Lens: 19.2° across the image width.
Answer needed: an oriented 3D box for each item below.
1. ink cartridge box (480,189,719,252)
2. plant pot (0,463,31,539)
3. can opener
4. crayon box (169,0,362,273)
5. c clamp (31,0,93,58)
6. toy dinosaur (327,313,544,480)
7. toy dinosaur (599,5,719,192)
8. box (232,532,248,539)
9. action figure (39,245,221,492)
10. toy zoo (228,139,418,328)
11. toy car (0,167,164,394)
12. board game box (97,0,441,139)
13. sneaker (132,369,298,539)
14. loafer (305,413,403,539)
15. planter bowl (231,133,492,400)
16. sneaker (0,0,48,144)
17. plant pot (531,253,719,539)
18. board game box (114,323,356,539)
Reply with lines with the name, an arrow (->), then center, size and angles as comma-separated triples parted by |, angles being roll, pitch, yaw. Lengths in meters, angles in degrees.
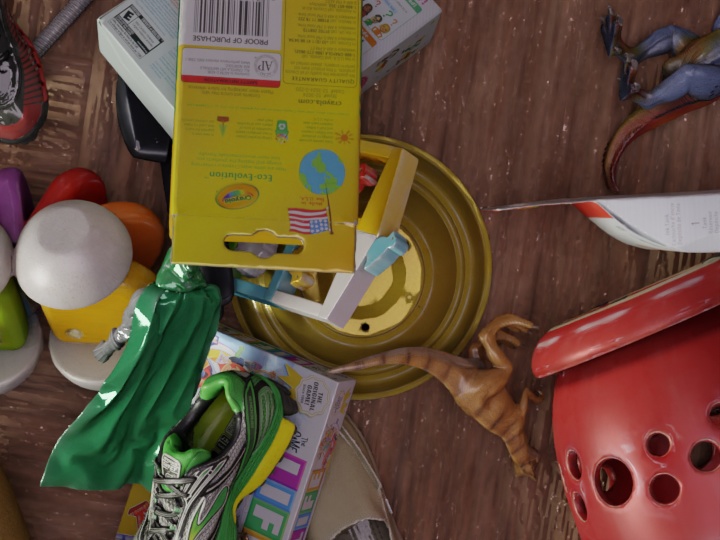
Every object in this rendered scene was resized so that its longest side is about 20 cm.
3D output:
ink cartridge box -> 0.192, -0.031, 1.522 | 0.199, 0.162, 0.050 | -6, 92, 0
plant pot -> -0.306, 0.227, 1.527 | 0.185, 0.186, 0.201 | -5, 88, -1
can opener -> -0.126, -0.055, 1.534 | 0.078, 0.063, 0.201 | -10, 70, -16
crayon box -> -0.064, -0.089, 1.429 | 0.126, 0.051, 0.201 | 4, 71, -5
c clamp -> -0.231, -0.208, 1.569 | 0.200, 0.027, 0.171 | -42, 92, 3
toy dinosaur -> 0.083, 0.080, 1.549 | 0.200, 0.060, 0.107 | 39, 64, -27
toy dinosaur -> 0.272, -0.169, 1.577 | 0.181, 0.105, 0.201 | -3, 131, -13
box -> -0.154, 0.282, 1.561 | 0.199, 0.021, 0.164 | -10, 94, 27
action figure -> -0.147, 0.065, 1.481 | 0.118, 0.055, 0.201 | -1, 127, -37
toy zoo -> -0.036, -0.035, 1.505 | 0.020, 0.200, 0.132 | 32, 78, -42
toy car -> -0.236, -0.007, 1.531 | 0.199, 0.175, 0.151 | -3, 58, 3
board game box -> -0.065, -0.171, 1.515 | 0.200, 0.064, 0.148 | -37, 80, -15
sneaker -> -0.125, 0.157, 1.485 | 0.078, 0.085, 0.201 | 23, 84, 35
loafer -> -0.012, 0.175, 1.578 | 0.075, 0.068, 0.201 | -30, 94, 1
planter bowl -> 0.000, 0.000, 1.560 | 0.199, 0.083, 0.202 | 0, 93, -1
sneaker -> -0.284, -0.183, 1.514 | 0.071, 0.098, 0.201 | -23, 88, 2
plant pot -> 0.226, 0.101, 1.516 | 0.200, 0.200, 0.183 | -24, 88, 1
board game box -> -0.096, 0.150, 1.560 | 0.134, 0.034, 0.201 | 21, 98, 22
